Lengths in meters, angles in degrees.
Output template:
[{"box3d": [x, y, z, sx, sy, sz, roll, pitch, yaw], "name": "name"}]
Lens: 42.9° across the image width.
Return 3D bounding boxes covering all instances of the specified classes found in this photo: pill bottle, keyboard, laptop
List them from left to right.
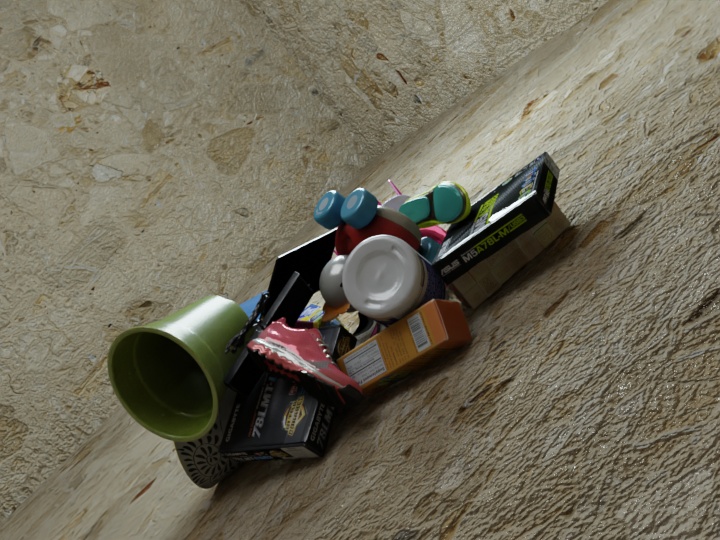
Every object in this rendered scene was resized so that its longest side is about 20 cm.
[{"box3d": [-0.147, 0.089, 1.391, 0.201, 0.020, 0.127, -58, -28, -13], "name": "keyboard"}, {"box3d": [-0.152, 0.011, 1.584, 0.187, 0.115, 0.202, -31, -35, -54], "name": "laptop"}, {"box3d": [0.063, 0.030, 1.371, 0.119, 0.120, 0.200, -38, -26, 10], "name": "pill bottle"}]

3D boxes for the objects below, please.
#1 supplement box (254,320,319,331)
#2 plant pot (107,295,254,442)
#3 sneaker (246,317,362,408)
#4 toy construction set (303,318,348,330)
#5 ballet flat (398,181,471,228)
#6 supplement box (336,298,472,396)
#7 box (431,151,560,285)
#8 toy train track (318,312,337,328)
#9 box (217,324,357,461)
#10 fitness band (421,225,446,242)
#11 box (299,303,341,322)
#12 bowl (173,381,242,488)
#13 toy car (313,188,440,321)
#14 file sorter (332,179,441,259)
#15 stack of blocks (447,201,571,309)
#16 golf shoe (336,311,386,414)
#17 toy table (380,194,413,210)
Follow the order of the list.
[{"box3d": [-0.183, 0.154, 1.690, 0.198, 0.104, 0.131, 5, -19, -34], "name": "supplement box"}, {"box3d": [-0.265, 0.133, 1.461, 0.199, 0.201, 0.190, -33, 9, 35], "name": "plant pot"}, {"box3d": [-0.070, 0.124, 1.319, 0.199, 0.074, 0.087, 24, 62, 28], "name": "sneaker"}, {"box3d": [-0.108, 0.170, 1.582, 0.199, 0.092, 0.132, -30, -25, -25], "name": "toy construction set"}, {"box3d": [0.134, -0.104, 1.461, 0.066, 0.068, 0.200, -5, -2, -27], "name": "ballet flat"}, {"box3d": [0.060, 0.114, 1.315, 0.199, 0.069, 0.066, -32, -24, 34], "name": "supplement box"}, {"box3d": [0.207, -0.081, 1.382, 0.192, 0.048, 0.200, -34, 11, 27], "name": "box"}, {"box3d": [-0.068, 0.140, 1.501, 0.114, 0.032, 0.201, -29, 32, 46], "name": "toy train track"}, {"box3d": [-0.113, 0.190, 1.407, 0.197, 0.050, 0.202, -11, 51, 40], "name": "box"}, {"box3d": [0.082, 0.004, 1.610, 0.199, 0.037, 0.144, -39, 49, 2], "name": "fitness band"}, {"box3d": [-0.084, 0.117, 1.863, 0.064, 0.070, 0.200, -39, 10, -11], "name": "box"}, {"box3d": [-0.233, 0.260, 1.557, 0.093, 0.203, 0.201, -14, 17, 14], "name": "bowl"}, {"box3d": [0.000, 0.000, 1.495, 0.176, 0.184, 0.201, 4, 64, 59], "name": "toy car"}, {"box3d": [0.035, -0.064, 1.878, 0.199, 0.139, 0.126, -39, 46, 7], "name": "file sorter"}, {"box3d": [0.219, -0.033, 1.433, 0.200, 0.059, 0.115, -41, 10, -3], "name": "stack of blocks"}, {"box3d": [-0.022, 0.147, 1.452, 0.072, 0.092, 0.200, -23, 21, 49], "name": "golf shoe"}, {"box3d": [0.070, -0.039, 1.722, 0.117, 0.182, 0.202, -107, 34, -85], "name": "toy table"}]
